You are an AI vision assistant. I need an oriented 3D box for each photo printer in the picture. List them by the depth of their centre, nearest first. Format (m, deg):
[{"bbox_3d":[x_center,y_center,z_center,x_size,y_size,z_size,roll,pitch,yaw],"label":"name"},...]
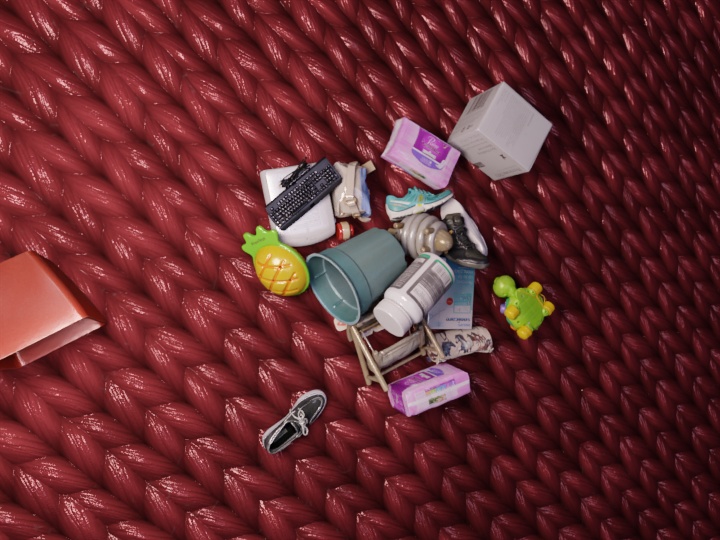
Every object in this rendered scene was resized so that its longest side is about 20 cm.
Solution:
[{"bbox_3d":[-0.153,-0.163,1.294,0.166,0.069,0.201,-13,96,-18],"label":"photo printer"}]

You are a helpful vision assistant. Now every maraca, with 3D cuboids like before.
[{"bbox_3d":[-0.205,-0.019,1.248,0.200,0.137,0.107,55,29,-21],"label":"maraca"}]

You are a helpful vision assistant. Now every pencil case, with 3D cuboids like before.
[{"bbox_3d":[0.283,0.212,1.466,0.199,0.078,0.090,-6,66,-21],"label":"pencil case"}]

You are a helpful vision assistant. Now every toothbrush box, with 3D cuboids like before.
[{"bbox_3d":[0.236,0.063,1.443,0.146,0.085,0.201,4,91,-22],"label":"toothbrush box"}]

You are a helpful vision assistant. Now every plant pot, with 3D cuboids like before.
[{"bbox_3d":[-0.672,0.074,1.041,0.200,0.200,0.177,-29,89,-18],"label":"plant pot"},{"bbox_3d":[0.000,0.000,1.284,0.196,0.200,0.201,-34,103,-28],"label":"plant pot"}]

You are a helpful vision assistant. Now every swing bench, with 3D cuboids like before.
[{"bbox_3d":[0.085,0.178,1.353,0.199,0.130,0.200,-24,95,-21],"label":"swing bench"}]

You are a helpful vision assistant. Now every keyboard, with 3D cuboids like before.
[{"bbox_3d":[-0.145,-0.194,1.232,0.200,0.040,0.104,-42,100,-7],"label":"keyboard"}]

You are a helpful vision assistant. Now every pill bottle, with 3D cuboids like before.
[{"bbox_3d":[0.130,0.058,1.253,0.200,0.113,0.113,-44,106,-22],"label":"pill bottle"}]

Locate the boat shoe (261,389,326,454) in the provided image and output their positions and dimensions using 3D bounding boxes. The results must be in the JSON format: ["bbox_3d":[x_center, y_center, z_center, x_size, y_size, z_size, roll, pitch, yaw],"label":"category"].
[{"bbox_3d":[-0.162,0.385,1.301,0.199,0.068,0.074,-34,103,-18],"label":"boat shoe"}]

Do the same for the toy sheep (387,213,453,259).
[{"bbox_3d":[0.155,-0.091,1.360,0.138,0.200,0.138,-30,130,-45],"label":"toy sheep"}]

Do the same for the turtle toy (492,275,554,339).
[{"bbox_3d":[0.472,0.099,1.527,0.146,0.101,0.200,-40,104,-16],"label":"turtle toy"}]

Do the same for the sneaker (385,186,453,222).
[{"bbox_3d":[0.164,-0.196,1.416,0.199,0.078,0.080,-16,86,-16],"label":"sneaker"}]

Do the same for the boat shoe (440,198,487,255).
[{"bbox_3d":[0.299,-0.119,1.458,0.068,0.072,0.200,2,50,-57],"label":"boat shoe"}]

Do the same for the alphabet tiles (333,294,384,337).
[{"bbox_3d":[0.008,0.077,1.392,0.195,0.015,0.201,-19,98,-20],"label":"alphabet tiles"}]

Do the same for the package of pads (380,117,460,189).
[{"bbox_3d":[0.166,-0.322,1.414,0.200,0.076,0.121,26,83,-20],"label":"package of pads"}]

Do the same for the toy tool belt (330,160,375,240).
[{"bbox_3d":[-0.010,-0.182,1.323,0.123,0.125,0.201,-7,91,-15],"label":"toy tool belt"}]

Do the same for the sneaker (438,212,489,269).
[{"bbox_3d":[0.270,-0.084,1.384,0.076,0.199,0.114,-11,127,-40],"label":"sneaker"}]

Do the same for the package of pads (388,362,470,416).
[{"bbox_3d":[0.185,0.321,1.400,0.200,0.120,0.076,-16,96,-20],"label":"package of pads"}]

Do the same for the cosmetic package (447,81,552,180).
[{"bbox_3d":[0.393,-0.387,1.454,0.200,0.165,0.165,33,80,-17],"label":"cosmetic package"}]
